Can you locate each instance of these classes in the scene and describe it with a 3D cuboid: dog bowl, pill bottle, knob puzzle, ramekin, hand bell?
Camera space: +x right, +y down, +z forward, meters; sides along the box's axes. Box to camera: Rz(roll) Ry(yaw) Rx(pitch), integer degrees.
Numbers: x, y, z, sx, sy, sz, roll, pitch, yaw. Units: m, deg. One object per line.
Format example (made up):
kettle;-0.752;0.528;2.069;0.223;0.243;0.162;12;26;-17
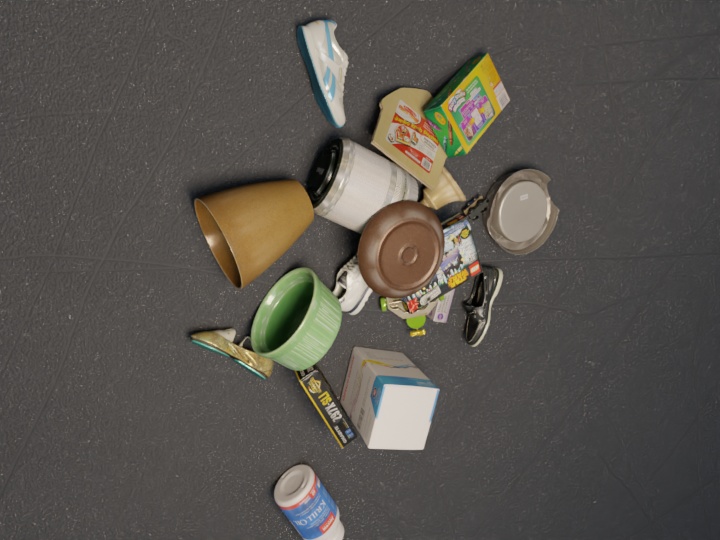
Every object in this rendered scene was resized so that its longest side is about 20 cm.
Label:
dog bowl;0.384;-0.146;1.344;0.194;0.059;0.207;-6;107;-20
pill bottle;-0.117;0.579;1.334;0.111;0.112;0.203;-33;114;-8
knob puzzle;0.113;-0.298;1.177;0.214;0.030;0.227;9;74;-31
ramekin;-0.129;0.106;1.151;0.097;0.200;0.202;37;91;-33
hand bell;0.131;-0.137;1.250;0.199;0.105;0.104;-39;115;8

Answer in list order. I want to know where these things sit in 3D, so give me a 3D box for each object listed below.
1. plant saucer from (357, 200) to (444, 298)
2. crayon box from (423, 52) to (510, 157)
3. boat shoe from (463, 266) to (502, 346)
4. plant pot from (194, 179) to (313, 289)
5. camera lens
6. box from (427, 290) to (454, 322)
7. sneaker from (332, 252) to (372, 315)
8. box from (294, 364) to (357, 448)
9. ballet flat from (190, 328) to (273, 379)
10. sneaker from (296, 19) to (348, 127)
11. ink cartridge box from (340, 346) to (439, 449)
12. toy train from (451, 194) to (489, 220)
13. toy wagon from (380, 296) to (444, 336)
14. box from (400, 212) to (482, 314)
plant saucer;0.090;-0.035;1.106;0.195;0.037;0.207;-7;110;-20
crayon box;0.232;-0.356;1.190;0.201;0.058;0.120;-49;118;-24
boat shoe;0.288;0.084;1.366;0.064;0.074;0.205;17;98;-21
plant pot;-0.196;-0.096;1.087;0.197;0.185;0.191;-31;114;-22
camera lens;0.001;-0.164;1.137;0.196;0.160;0.164;22;97;-25
box;0.208;0.022;1.336;0.038;0.041;0.206;8;103;-22
sneaker;0.000;0.000;1.224;0.079;0.076;0.204;26;94;-36
box;-0.087;0.271;1.230;0.049;0.160;0.203;-31;114;-9
ballet flat;-0.269;0.165;1.189;0.198;0.071;0.072;34;92;-25
sneaker;-0.058;-0.388;1.098;0.079;0.076;0.205;-23;114;-15
ink cartridge box;0.060;0.288;1.268;0.142;0.200;0.151;9;103;-24
toy train;0.223;-0.106;1.302;0.199;0.046;0.034;-41;120;-3
toy wagon;0.119;0.055;1.295;0.150;0.040;0.206;-10;110;1
box;0.161;-0.015;1.188;0.197;0.040;0.140;-29;115;-14
